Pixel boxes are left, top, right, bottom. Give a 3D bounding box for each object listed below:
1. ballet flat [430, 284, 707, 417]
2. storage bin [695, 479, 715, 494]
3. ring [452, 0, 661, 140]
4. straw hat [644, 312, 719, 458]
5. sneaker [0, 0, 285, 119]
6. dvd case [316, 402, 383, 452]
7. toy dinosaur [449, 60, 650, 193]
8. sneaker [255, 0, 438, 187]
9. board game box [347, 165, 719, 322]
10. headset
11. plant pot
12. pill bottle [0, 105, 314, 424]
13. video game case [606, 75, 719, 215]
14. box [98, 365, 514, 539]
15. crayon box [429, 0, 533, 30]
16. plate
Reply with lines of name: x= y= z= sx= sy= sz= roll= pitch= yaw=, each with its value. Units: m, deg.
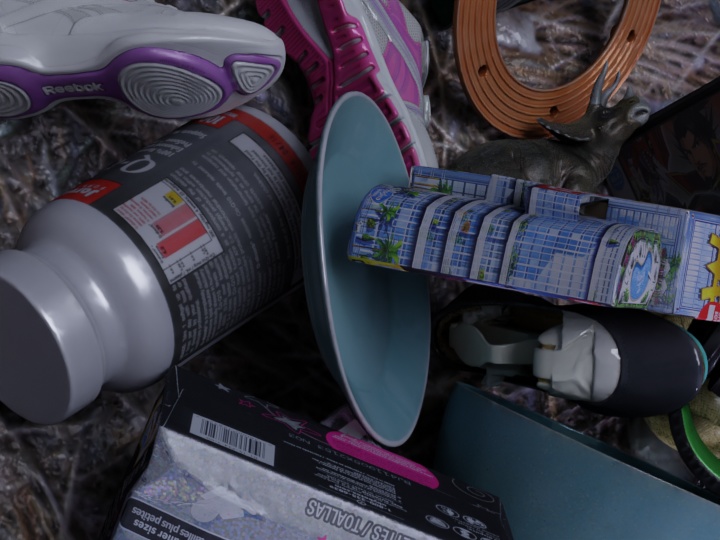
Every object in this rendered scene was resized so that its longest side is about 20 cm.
ballet flat: x=0.114 y=0.050 z=1.330 sx=0.073 sy=0.200 sz=0.073 roll=-10 pitch=106 yaw=-39
storage bin: x=0.301 y=0.202 z=1.379 sx=0.093 sy=0.200 sz=0.136 roll=3 pitch=95 yaw=-34
ring: x=0.130 y=-0.184 z=1.462 sx=0.200 sy=0.019 sz=0.201 roll=-21 pitch=122 yaw=-37
straw hat: x=0.219 y=0.069 z=1.400 sx=0.085 sy=0.201 sz=0.201 roll=-39 pitch=97 yaw=-24
sneaker: x=-0.140 y=-0.138 z=1.247 sx=0.199 sy=0.075 sz=0.100 roll=2 pitch=58 yaw=5
dvd case: x=-0.007 y=0.195 z=1.241 sx=0.200 sy=0.148 sz=0.016 roll=53 pitch=8 yaw=-7
toy dinosaur: x=0.103 y=-0.049 z=1.439 sx=0.199 sy=0.077 sz=0.103 roll=-21 pitch=70 yaw=-21
sneaker: x=0.011 y=-0.114 z=1.378 sx=0.088 sy=0.081 sz=0.201 roll=-13 pitch=84 yaw=-51
board game box: x=0.119 y=-0.015 z=1.247 sx=0.200 sy=0.199 sz=0.062 roll=4 pitch=95 yaw=-73
headset: x=0.252 y=0.042 z=1.317 sx=0.094 sy=0.123 sz=0.201 roll=-53 pitch=151 yaw=-63
plant pot: x=0.121 y=0.167 z=1.310 sx=0.200 sy=0.200 sz=0.135 roll=24 pitch=91 yaw=-26
pill bottle: x=-0.118 y=-0.003 z=1.233 sx=0.200 sy=0.116 sz=0.116 roll=-34 pitch=94 yaw=-38
video game case: x=0.239 y=-0.025 z=1.432 sx=0.025 sy=0.200 sz=0.181 roll=-20 pitch=86 yaw=-26
box: x=-0.031 y=0.151 z=1.155 sx=0.199 sy=0.132 sz=0.115 roll=22 pitch=100 yaw=-6
crayon box: x=0.106 y=-0.275 z=1.517 sx=0.200 sy=0.058 sz=0.173 roll=-22 pitch=86 yaw=-36
plate: x=0.000 y=0.000 z=1.248 sx=0.200 sy=0.025 sz=0.201 roll=-6 pitch=90 yaw=-72
